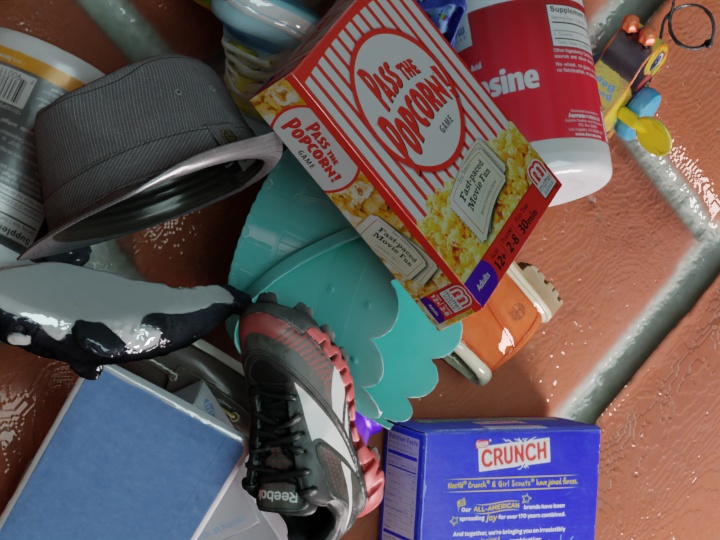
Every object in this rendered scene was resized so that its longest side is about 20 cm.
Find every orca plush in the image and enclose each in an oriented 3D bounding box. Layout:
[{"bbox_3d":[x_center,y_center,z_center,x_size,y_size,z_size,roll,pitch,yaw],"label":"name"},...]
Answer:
[{"bbox_3d":[-0.174,0.037,1.477,0.199,0.105,0.071,-12,139,-44],"label":"orca plush"}]

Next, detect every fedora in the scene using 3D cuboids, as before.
[{"bbox_3d":[-0.147,-0.081,1.421,0.200,0.177,0.091,-18,83,-44],"label":"fedora"}]

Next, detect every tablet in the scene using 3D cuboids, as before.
[{"bbox_3d":[-0.176,0.166,1.543,0.130,0.014,0.200,29,114,-7],"label":"tablet"}]

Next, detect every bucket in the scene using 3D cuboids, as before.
[{"bbox_3d":[0.000,0.000,1.584,0.207,0.134,0.208,-55,158,-35],"label":"bucket"}]

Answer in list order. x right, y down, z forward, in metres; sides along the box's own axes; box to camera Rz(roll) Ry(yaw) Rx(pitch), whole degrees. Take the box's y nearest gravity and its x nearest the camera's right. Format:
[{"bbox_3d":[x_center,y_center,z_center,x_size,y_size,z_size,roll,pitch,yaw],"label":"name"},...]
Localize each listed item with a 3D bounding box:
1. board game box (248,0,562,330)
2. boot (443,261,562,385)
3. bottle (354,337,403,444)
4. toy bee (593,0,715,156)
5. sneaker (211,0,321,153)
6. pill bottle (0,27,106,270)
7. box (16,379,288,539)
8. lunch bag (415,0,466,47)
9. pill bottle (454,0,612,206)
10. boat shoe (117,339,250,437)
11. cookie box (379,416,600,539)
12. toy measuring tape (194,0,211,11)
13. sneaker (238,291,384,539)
[{"bbox_3d":[0.034,-0.083,1.448,0.200,0.046,0.152,49,43,-13],"label":"board game box"},{"bbox_3d":[0.065,0.003,1.705,0.107,0.075,0.200,-49,116,-10],"label":"boot"},{"bbox_3d":[-0.041,0.134,1.660,0.200,0.065,0.084,-44,108,-18],"label":"bottle"},{"bbox_3d":[0.201,-0.159,1.741,0.130,0.109,0.201,18,75,13],"label":"toy bee"},{"bbox_3d":[-0.075,-0.134,1.555,0.131,0.079,0.200,-55,157,4],"label":"sneaker"},{"bbox_3d":[-0.251,-0.057,1.499,0.116,0.116,0.201,28,82,-28],"label":"pill bottle"},{"bbox_3d":[-0.132,0.196,1.583,0.155,0.041,0.200,-25,111,17],"label":"box"},{"bbox_3d":[0.036,-0.223,1.611,0.094,0.200,0.151,-2,74,5],"label":"lunch bag"},{"bbox_3d":[0.124,-0.155,1.677,0.112,0.112,0.201,-2,75,-28],"label":"pill bottle"},{"bbox_3d":[-0.109,0.095,1.588,0.199,0.072,0.060,27,70,-6],"label":"boat shoe"},{"bbox_3d":[0.102,0.220,1.741,0.170,0.075,0.201,2,94,-28],"label":"cookie box"},{"bbox_3d":[-0.130,-0.216,1.573,0.199,0.073,0.074,-11,100,-27],"label":"toy measuring tape"},{"bbox_3d":[-0.044,0.112,1.494,0.098,0.071,0.201,-54,136,-42],"label":"sneaker"}]
